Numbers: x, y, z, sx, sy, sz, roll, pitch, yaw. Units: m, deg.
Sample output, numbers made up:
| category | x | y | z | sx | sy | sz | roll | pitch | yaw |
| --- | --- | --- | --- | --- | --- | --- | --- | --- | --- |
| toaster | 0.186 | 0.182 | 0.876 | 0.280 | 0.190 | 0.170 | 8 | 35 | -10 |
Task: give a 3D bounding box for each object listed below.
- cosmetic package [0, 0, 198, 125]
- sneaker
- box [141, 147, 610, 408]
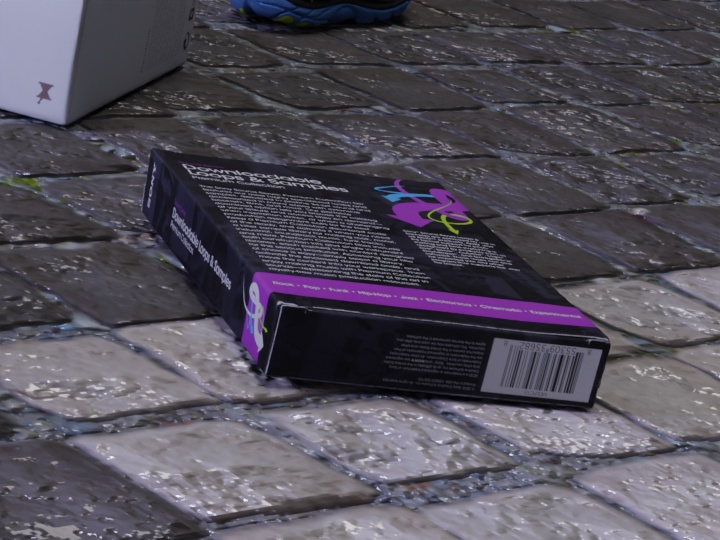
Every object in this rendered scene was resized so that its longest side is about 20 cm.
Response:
| category | x | y | z | sx | sy | sz | roll | pitch | yaw |
| --- | --- | --- | --- | --- | --- | --- | --- | --- | --- |
| cosmetic package | -0.161 | -0.139 | 1.334 | 0.101 | 0.071 | 0.200 | 16 | 17 | 10 |
| sneaker | -0.015 | -0.206 | 1.637 | 0.071 | 0.083 | 0.200 | 20 | 18 | 23 |
| box | 0.000 | 0.000 | 1.062 | 0.143 | 0.036 | 0.200 | 7 | 19 | -21 |
